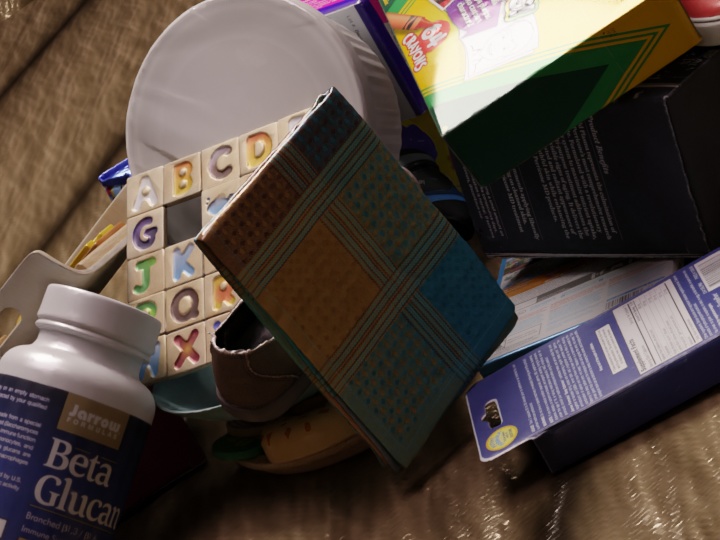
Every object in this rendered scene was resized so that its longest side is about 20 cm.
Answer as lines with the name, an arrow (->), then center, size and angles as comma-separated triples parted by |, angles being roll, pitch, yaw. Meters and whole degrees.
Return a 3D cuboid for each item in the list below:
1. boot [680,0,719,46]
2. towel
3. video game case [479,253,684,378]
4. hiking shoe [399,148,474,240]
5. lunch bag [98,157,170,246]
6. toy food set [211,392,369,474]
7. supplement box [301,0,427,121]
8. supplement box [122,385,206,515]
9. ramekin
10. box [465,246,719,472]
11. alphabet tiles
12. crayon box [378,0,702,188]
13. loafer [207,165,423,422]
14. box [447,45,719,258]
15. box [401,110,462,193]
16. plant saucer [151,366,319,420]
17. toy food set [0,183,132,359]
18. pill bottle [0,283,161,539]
boot -> 0.221, -0.237, 1.577 | 0.072, 0.145, 0.200 | -16, 24, 1
towel -> 0.001, 0.006, 1.500 | 0.147, 0.200, 0.022 | -50, 20, -26
video game case -> 0.157, 0.001, 1.646 | 0.143, 0.018, 0.200 | -23, 20, 19
hiking shoe -> 0.000, 0.000, 1.787 | 0.200, 0.074, 0.087 | -47, 58, 0
lunch bag -> -0.086, -0.067, 1.965 | 0.200, 0.151, 0.094 | -37, 20, -21
toy food set -> -0.015, 0.074, 1.663 | 0.200, 0.049, 0.198 | -41, 22, -28
supplement box -> 0.034, -0.200, 1.834 | 0.103, 0.101, 0.200 | -13, 25, 42
supplement box -> -0.204, 0.113, 1.780 | 0.110, 0.086, 0.200 | -33, 19, -11
ramekin -> -0.062, -0.098, 1.720 | 0.202, 0.203, 0.094 | -20, -6, 27
box -> 0.161, 0.058, 1.469 | 0.199, 0.032, 0.121 | -28, 19, 7
alphabet tiles -> -0.080, -0.020, 1.637 | 0.199, 0.008, 0.168 | -19, 58, 28
crayon box -> 0.113, -0.170, 1.586 | 0.172, 0.058, 0.200 | -35, 36, 10
loafer -> -0.027, 0.004, 1.524 | 0.073, 0.071, 0.200 | 21, 65, 29
box -> 0.196, -0.106, 1.650 | 0.196, 0.124, 0.200 | 2, 31, 41
box -> 0.065, -0.118, 1.922 | 0.199, 0.122, 0.193 | -17, 23, 33
plant saucer -> -0.047, 0.051, 1.632 | 0.200, 0.039, 0.201 | -27, 20, 10
toy food set -> -0.229, 0.011, 1.731 | 0.144, 0.060, 0.200 | -50, 0, 24
pill bottle -> -0.201, 0.116, 1.592 | 0.111, 0.111, 0.201 | 3, 73, 58
